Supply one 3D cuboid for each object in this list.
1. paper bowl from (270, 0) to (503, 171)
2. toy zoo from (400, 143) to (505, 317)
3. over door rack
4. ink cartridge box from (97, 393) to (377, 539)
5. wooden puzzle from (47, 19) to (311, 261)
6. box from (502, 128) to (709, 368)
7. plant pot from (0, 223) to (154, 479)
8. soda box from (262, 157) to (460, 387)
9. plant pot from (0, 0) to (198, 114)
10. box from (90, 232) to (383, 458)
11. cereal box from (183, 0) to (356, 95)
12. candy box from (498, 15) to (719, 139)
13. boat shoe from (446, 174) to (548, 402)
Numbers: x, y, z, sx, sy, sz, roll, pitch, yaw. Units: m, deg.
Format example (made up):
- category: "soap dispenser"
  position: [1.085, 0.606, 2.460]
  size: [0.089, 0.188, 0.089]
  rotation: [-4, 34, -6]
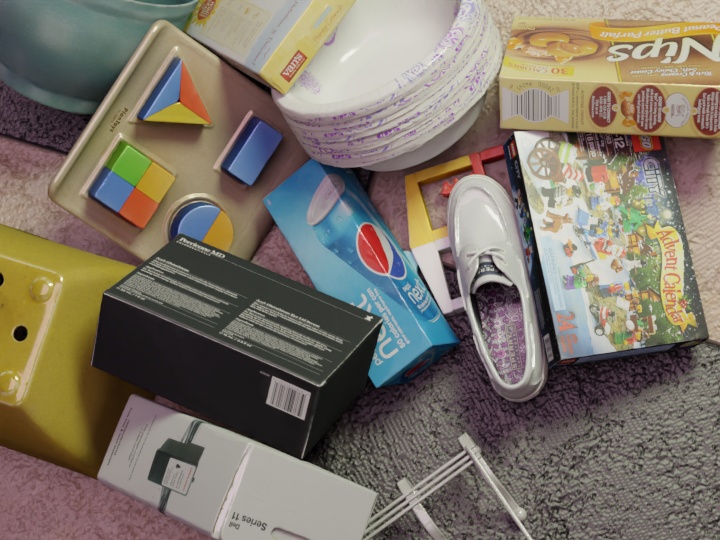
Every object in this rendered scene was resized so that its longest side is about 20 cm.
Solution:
- category: "paper bowl"
  position: [0.030, -0.166, 1.590]
  size: [0.199, 0.105, 0.202]
  rotation: [-21, 37, 16]
- category: "toy zoo"
  position: [0.121, -0.042, 1.619]
  size: [0.198, 0.020, 0.132]
  rotation: [-17, 77, 8]
- category: "over door rack"
  position: [0.085, 0.257, 1.540]
  size: [0.147, 0.067, 0.201]
  rotation: [-37, 54, 3]
- category: "ink cartridge box"
  position: [-0.103, 0.179, 1.513]
  size: [0.199, 0.146, 0.084]
  rotation: [15, 81, 53]
- category: "wooden puzzle"
  position: [-0.147, -0.090, 1.610]
  size: [0.199, 0.046, 0.186]
  rotation: [34, 87, -26]
- category: "box"
  position: [0.208, -0.026, 1.562]
  size: [0.135, 0.038, 0.202]
  rotation: [-8, 77, -13]
- category: "plant pot"
  position: [-0.290, 0.060, 1.594]
  size: [0.194, 0.200, 0.196]
  rotation: [17, 83, 13]
- category: "soda box"
  position: [0.000, 0.000, 1.607]
  size: [0.068, 0.064, 0.201]
  rotation: [-38, 75, 21]
- category: "plant pot"
  position: [-0.259, -0.227, 1.658]
  size: [0.199, 0.200, 0.135]
  rotation: [31, 113, 15]
- category: "box"
  position: [-0.101, 0.059, 1.523]
  size: [0.199, 0.141, 0.079]
  rotation: [23, 121, 14]
- category: "cereal box"
  position: [-0.077, -0.243, 1.627]
  size: [0.144, 0.039, 0.200]
  rotation: [-53, 34, -1]
- category: "candy box"
  position: [0.222, -0.167, 1.570]
  size: [0.198, 0.056, 0.116]
  rotation: [4, 36, 10]
- category: "boat shoe"
  position: [0.113, 0.011, 1.565]
  size: [0.071, 0.069, 0.202]
  rotation: [-8, 79, 10]
